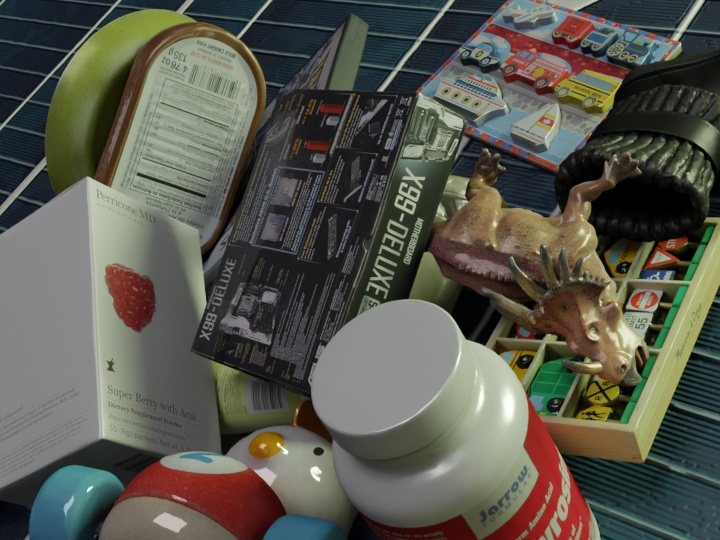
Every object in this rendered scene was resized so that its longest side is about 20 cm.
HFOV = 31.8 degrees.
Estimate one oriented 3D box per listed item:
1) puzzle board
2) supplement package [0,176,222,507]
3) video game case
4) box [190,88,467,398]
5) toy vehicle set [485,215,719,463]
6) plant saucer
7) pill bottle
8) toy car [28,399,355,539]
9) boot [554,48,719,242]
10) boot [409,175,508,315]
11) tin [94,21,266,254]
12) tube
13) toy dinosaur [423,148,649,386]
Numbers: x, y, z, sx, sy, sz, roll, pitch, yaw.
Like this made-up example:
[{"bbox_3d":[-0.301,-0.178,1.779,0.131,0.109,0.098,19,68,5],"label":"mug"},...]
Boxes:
[{"bbox_3d":[0.145,-0.163,1.052,0.151,0.017,0.199,-44,40,-12],"label":"puzzle board"},{"bbox_3d":[-0.187,0.060,0.912,0.119,0.121,0.203,-27,57,29],"label":"supplement package"},{"bbox_3d":[-0.068,-0.093,1.052,0.180,0.025,0.202,-40,28,44],"label":"video game case"},{"bbox_3d":[-0.026,-0.019,0.846,0.157,0.049,0.203,11,80,51],"label":"box"},{"bbox_3d":[0.152,0.036,0.811,0.123,0.027,0.201,1,40,34],"label":"toy vehicle set"},{"bbox_3d":[-0.173,-0.116,1.070,0.031,0.201,0.200,24,65,39],"label":"plant saucer"},{"bbox_3d":[0.053,0.112,0.696,0.111,0.201,0.113,-18,42,17],"label":"pill bottle"},{"bbox_3d":[-0.063,0.147,0.778,0.182,0.179,0.201,6,40,24],"label":"toy car"},{"bbox_3d":[0.243,-0.093,0.839,0.209,0.080,0.158,-15,21,35],"label":"boot"},{"bbox_3d":[0.000,0.000,0.947,0.198,0.072,0.156,7,57,38],"label":"boot"},{"bbox_3d":[-0.146,-0.100,1.022,0.042,0.111,0.203,-145,74,-71],"label":"tin"},{"bbox_3d":[-0.108,0.094,0.944,0.198,0.053,0.058,-9,14,32],"label":"tube"},{"bbox_3d":[0.095,-0.007,0.794,0.198,0.087,0.136,10,41,35],"label":"toy dinosaur"}]
